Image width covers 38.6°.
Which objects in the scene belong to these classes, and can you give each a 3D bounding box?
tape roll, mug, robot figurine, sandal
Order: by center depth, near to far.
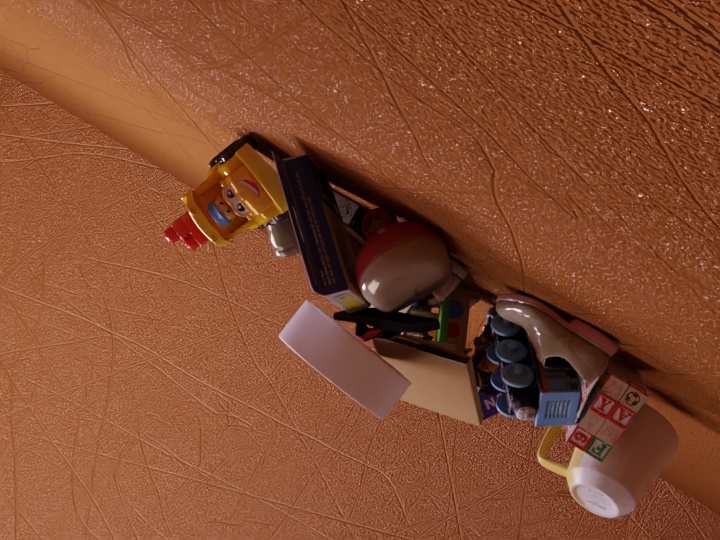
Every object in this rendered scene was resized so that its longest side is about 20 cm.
[{"bbox_3d":[0.031,0.083,1.465,0.075,0.045,0.200,-10,-168,-39],"label":"sandal"},{"bbox_3d":[-0.023,0.131,1.517,0.202,0.071,0.202,38,177,2],"label":"tape roll"},{"bbox_3d":[0.388,0.303,1.618,0.149,0.153,0.186,43,150,-11],"label":"mug"},{"bbox_3d":[0.254,0.140,1.619,0.200,0.145,0.058,23,176,-38],"label":"robot figurine"}]

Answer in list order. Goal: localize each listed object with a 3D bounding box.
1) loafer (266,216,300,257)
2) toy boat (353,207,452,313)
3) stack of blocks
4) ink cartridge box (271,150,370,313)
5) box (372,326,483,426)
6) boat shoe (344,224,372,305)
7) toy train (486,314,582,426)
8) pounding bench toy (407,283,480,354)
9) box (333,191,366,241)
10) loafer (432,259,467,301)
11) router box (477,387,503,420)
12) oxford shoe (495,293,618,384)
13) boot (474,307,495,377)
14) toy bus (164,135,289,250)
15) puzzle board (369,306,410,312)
[{"bbox_3d":[-0.131,-0.102,1.720,0.200,0.076,0.068,-113,5,-52],"label":"loafer"},{"bbox_3d":[0.045,-0.027,1.401,0.131,0.130,0.200,60,-178,13],"label":"toy boat"},{"bbox_3d":[0.352,0.184,1.495,0.058,0.115,0.200,31,-166,3],"label":"stack of blocks"},{"bbox_3d":[-0.050,-0.052,1.393,0.200,0.047,0.198,50,-158,-75],"label":"ink cartridge box"},{"bbox_3d":[0.108,0.168,1.611,0.163,0.021,0.200,16,149,24],"label":"box"},{"bbox_3d":[-0.012,-0.010,1.549,0.200,0.070,0.070,34,149,14],"label":"boat shoe"},{"bbox_3d":[0.246,0.136,1.468,0.114,0.087,0.200,1,-142,-3],"label":"toy train"},{"bbox_3d":[0.128,0.088,1.693,0.124,0.157,0.200,11,166,-7],"label":"pounding bench toy"},{"bbox_3d":[-0.035,-0.089,1.646,0.110,0.035,0.200,30,176,15],"label":"box"},{"bbox_3d":[0.089,-0.002,1.579,0.072,0.063,0.200,33,175,-26],"label":"loafer"},{"bbox_3d":[0.263,0.197,1.802,0.179,0.199,0.049,154,91,-86],"label":"router box"},{"bbox_3d":[0.252,0.089,1.407,0.200,0.074,0.071,27,174,47],"label":"oxford shoe"},{"bbox_3d":[0.220,0.134,1.759,0.070,0.132,0.200,30,176,8],"label":"boot"},{"bbox_3d":[-0.208,-0.097,1.552,0.136,0.192,0.200,54,170,-10],"label":"toy bus"},{"bbox_3d":[0.000,0.000,1.643,0.200,0.017,0.151,39,155,4],"label":"puzzle board"}]
